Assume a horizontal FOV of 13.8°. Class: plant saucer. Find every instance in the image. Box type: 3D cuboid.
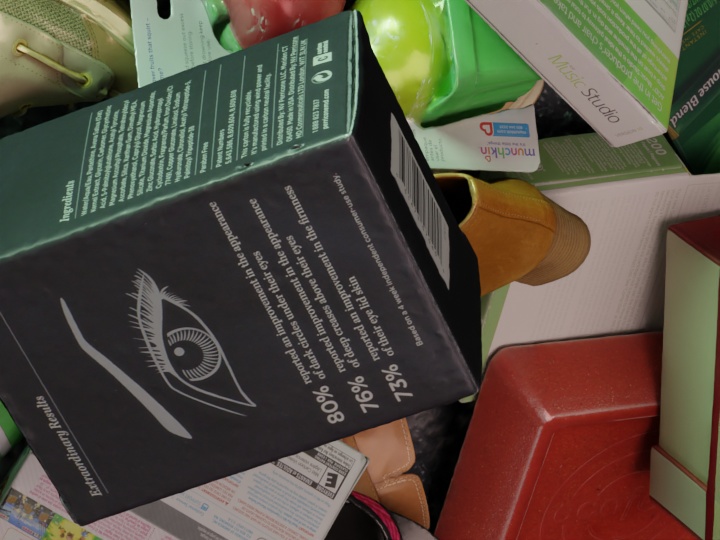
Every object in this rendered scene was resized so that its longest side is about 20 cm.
[{"bbox_3d":[0.142,0.119,1.619,0.199,0.037,0.200,-5,131,-25],"label":"plant saucer"}]

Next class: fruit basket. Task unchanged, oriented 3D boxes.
[{"bbox_3d":[-0.016,-0.133,1.386,0.199,0.094,0.186,-3,77,-19],"label":"fruit basket"}]

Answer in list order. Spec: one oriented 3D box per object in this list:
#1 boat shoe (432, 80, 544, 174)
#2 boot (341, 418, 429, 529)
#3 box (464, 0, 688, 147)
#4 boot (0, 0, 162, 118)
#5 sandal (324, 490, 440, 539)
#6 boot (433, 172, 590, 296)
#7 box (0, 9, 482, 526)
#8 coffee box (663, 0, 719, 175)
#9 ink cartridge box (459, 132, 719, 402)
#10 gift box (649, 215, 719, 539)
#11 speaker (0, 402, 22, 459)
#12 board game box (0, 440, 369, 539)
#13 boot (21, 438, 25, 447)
[{"bbox_3d":[-0.002,-0.074,1.457,0.200,0.074,0.069,-30,123,-16],"label":"boat shoe"},{"bbox_3d":[-0.036,0.158,1.555,0.154,0.074,0.201,-18,122,-21],"label":"boot"},{"bbox_3d":[0.106,-0.178,1.407,0.036,0.201,0.144,-18,136,36],"label":"box"},{"bbox_3d":[-0.174,-0.074,1.367,0.200,0.073,0.156,33,96,-33],"label":"boot"},{"bbox_3d":[-0.018,0.137,1.493,0.200,0.045,0.075,38,81,-26],"label":"sandal"},{"bbox_3d":[0.001,0.000,1.431,0.201,0.071,0.144,-24,160,27],"label":"boot"},{"bbox_3d":[-0.064,0.001,1.288,0.199,0.104,0.148,-18,123,13],"label":"box"},{"bbox_3d":[0.213,-0.093,1.575,0.123,0.044,0.200,-36,125,-6],"label":"coffee box"},{"bbox_3d":[0.146,-0.007,1.561,0.199,0.048,0.146,-8,134,-26],"label":"ink cartridge box"},{"bbox_3d":[0.256,0.082,1.498,0.184,0.200,0.187,-9,116,-18],"label":"gift box"},{"bbox_3d":[-0.257,0.096,1.403,0.200,0.088,0.089,-33,125,-9],"label":"speaker"},{"bbox_3d":[-0.109,0.140,1.420,0.147,0.064,0.200,32,81,-10],"label":"board game box"},{"bbox_3d":[-0.139,0.151,1.474,0.075,0.073,0.201,-29,114,-46],"label":"boot"}]
